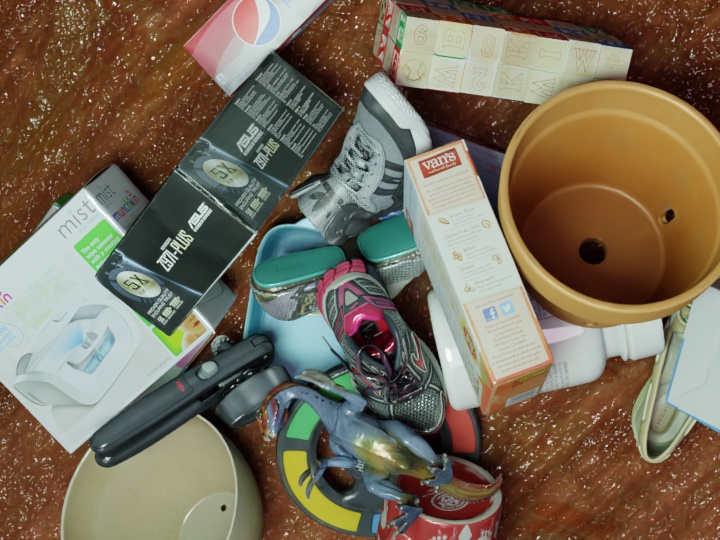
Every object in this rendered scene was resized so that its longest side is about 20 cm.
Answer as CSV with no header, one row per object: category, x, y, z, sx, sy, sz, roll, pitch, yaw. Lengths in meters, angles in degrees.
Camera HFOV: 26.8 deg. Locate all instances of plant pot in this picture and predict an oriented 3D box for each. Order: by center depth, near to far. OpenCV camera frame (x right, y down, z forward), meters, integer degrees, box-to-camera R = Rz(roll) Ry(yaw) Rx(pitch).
plant pot,0.206,-0.039,1.266,0.199,0.140,0.201,1,70,-3
plant pot,-0.172,0.247,1.472,0.199,0.134,0.202,-11,64,24

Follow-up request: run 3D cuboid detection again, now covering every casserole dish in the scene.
casserole dish,-0.046,0.041,1.449,0.120,0.039,0.201,12,108,6

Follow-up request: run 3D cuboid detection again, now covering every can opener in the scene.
can opener,-0.160,0.120,1.399,0.199,0.079,0.064,-25,139,-21

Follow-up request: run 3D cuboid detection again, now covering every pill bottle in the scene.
pill bottle,0.168,0.052,1.371,0.199,0.114,0.115,-12,105,4

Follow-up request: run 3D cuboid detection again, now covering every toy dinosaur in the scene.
toy dinosaur,-0.004,0.163,1.372,0.181,0.200,0.105,37,97,42

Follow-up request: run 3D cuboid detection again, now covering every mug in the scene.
mug,0.061,0.296,1.420,0.133,0.178,0.201,16,119,12

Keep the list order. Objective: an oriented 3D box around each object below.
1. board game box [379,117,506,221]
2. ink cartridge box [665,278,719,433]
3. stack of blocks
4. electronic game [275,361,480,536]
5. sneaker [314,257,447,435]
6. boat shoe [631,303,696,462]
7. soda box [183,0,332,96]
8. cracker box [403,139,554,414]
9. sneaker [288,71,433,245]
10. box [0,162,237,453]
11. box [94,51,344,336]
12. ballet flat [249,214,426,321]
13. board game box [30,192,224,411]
board game box,0.079,-0.078,1.400,0.199,0.019,0.103,22,108,3
ink cartridge box,0.363,0.064,1.336,0.068,0.199,0.117,29,115,39
stack of blocks,0.120,-0.189,1.306,0.199,0.115,0.059,7,110,-11
electronic game,0.018,0.171,1.453,0.199,0.042,0.201,-2,116,-5
sneaker,0.021,0.084,1.350,0.080,0.075,0.200,-32,127,3
boat shoe,0.304,0.081,1.387,0.073,0.063,0.202,24,110,2
soda box,-0.063,-0.248,1.345,0.200,0.070,0.063,-43,94,19
cracker box,0.095,0.008,1.260,0.057,0.134,0.201,-20,75,-4
sneaker,-0.002,-0.085,1.292,0.114,0.200,0.076,-35,70,-11
box,-0.250,0.034,1.410,0.200,0.097,0.177,-39,99,19
box,-0.121,-0.067,1.306,0.086,0.200,0.164,38,133,-7
ballet flat,0.000,0.000,1.380,0.199,0.072,0.072,-17,104,0
board game box,-0.257,0.046,1.486,0.200,0.040,0.153,40,109,-4
